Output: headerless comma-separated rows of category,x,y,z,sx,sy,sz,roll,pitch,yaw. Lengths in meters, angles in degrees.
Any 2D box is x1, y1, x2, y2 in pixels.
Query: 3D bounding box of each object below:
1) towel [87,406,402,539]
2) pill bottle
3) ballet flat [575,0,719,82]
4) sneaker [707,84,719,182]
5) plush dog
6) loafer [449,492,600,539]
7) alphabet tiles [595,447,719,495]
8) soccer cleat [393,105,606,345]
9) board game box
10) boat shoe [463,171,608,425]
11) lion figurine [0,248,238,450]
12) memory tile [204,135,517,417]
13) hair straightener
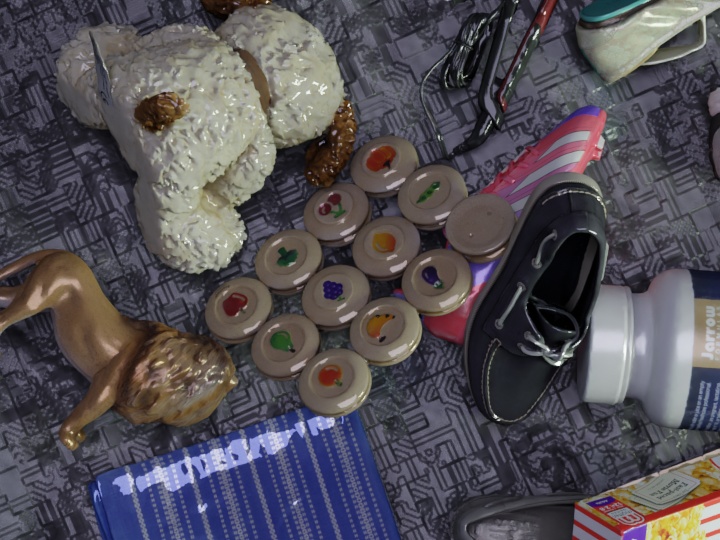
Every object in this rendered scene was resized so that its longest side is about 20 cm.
towel,-0.079,0.176,1.385,0.200,0.024,0.145,-19,66,-1
pill bottle,0.253,0.056,1.372,0.200,0.111,0.111,4,84,1
ballet flat,0.249,-0.198,1.433,0.200,0.067,0.062,-26,112,1
sneaker,0.344,-0.085,1.413,0.200,0.074,0.079,8,93,7
plush dog,-0.093,-0.123,1.389,0.172,0.160,0.200,-29,84,-26
loafer,0.161,0.189,1.372,0.200,0.070,0.070,2,84,1
alphabet tiles,0.262,0.230,1.406,0.167,0.008,0.200,-20,85,-2
soccer cleat,0.103,-0.040,1.409,0.076,0.067,0.200,32,88,8
board game box,0.219,0.202,1.302,0.200,0.046,0.152,-13,117,-36
boat shoe,0.119,0.032,1.340,0.073,0.063,0.200,8,122,-13
lion figurine,-0.189,0.044,1.394,0.122,0.072,0.200,-44,88,2
memory tile,0.000,0.000,1.381,0.200,0.017,0.153,-45,55,-12
hair straightener,0.093,-0.176,1.439,0.077,0.041,0.200,24,89,3
